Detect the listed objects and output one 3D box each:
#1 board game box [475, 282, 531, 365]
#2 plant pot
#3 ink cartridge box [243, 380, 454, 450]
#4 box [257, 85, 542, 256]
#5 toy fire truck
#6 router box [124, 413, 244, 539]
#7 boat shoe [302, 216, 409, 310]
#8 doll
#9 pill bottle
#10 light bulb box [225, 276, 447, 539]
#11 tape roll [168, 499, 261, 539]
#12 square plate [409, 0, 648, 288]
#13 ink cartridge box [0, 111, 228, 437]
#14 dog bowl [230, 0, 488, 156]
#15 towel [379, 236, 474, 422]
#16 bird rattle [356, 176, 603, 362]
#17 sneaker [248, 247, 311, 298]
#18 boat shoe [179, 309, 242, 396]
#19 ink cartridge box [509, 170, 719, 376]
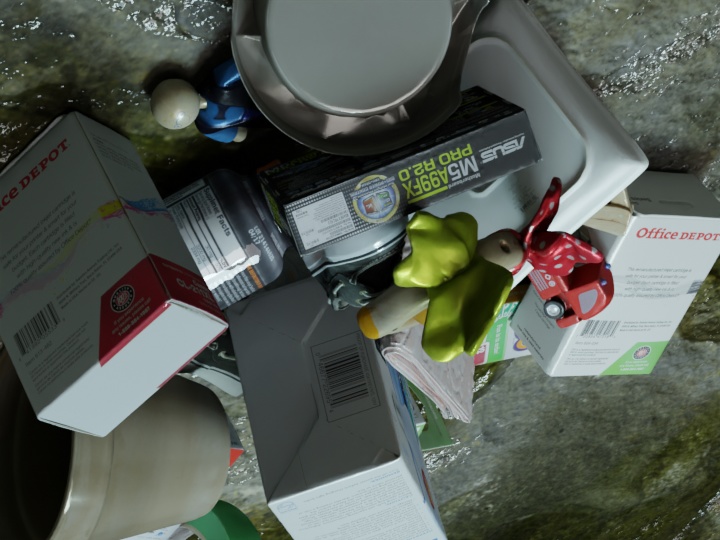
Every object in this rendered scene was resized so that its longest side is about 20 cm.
[{"bbox_3d":[0.163,0.052,2.061,0.199,0.030,0.096,-12,142,-29],"label":"board game box"},{"bbox_3d":[-0.215,0.154,1.735,0.172,0.201,0.201,7,133,-34],"label":"plant pot"},{"bbox_3d":[-0.003,0.133,1.966,0.198,0.104,0.060,-9,145,-28],"label":"ink cartridge box"},{"bbox_3d":[0.026,-0.080,1.558,0.198,0.160,0.045,-22,104,-6],"label":"box"},{"bbox_3d":[0.200,-0.052,1.857,0.140,0.049,0.201,-22,111,28],"label":"toy fire truck"},{"bbox_3d":[-0.240,0.203,1.928,0.199,0.049,0.180,11,129,-44],"label":"router box"},{"bbox_3d":[0.007,-0.007,1.615,0.072,0.071,0.200,-29,-179,-12],"label":"boat shoe"},{"bbox_3d":[-0.073,-0.144,1.603,0.198,0.049,0.137,-6,150,-21],"label":"doll"},{"bbox_3d":[-0.137,-0.015,1.671,0.199,0.107,0.106,-29,147,-2],"label":"pill bottle"},{"bbox_3d":[-0.020,0.138,1.763,0.124,0.200,0.200,-18,150,6],"label":"light bulb box"},{"bbox_3d":[-0.171,0.328,2.007,0.048,0.201,0.201,13,128,-44],"label":"tape roll"},{"bbox_3d":[0.106,-0.099,1.665,0.200,0.199,0.028,-42,162,19],"label":"square plate"},{"bbox_3d":[-0.212,0.002,1.553,0.146,0.201,0.083,-40,148,17],"label":"ink cartridge box"},{"bbox_3d":[-0.004,-0.190,1.500,0.198,0.059,0.202,-3,103,-11],"label":"dog bowl"},{"bbox_3d":[0.064,0.014,1.799,0.032,0.202,0.191,-5,154,20],"label":"towel"},{"bbox_3d":[0.080,-0.004,1.565,0.163,0.113,0.200,-30,-178,38],"label":"bird rattle"},{"bbox_3d":[0.000,0.000,1.828,0.199,0.076,0.092,-5,135,-35],"label":"sneaker"},{"bbox_3d":[-0.138,0.056,1.803,0.063,0.071,0.200,-36,154,11],"label":"boat shoe"},{"bbox_3d":[0.260,0.003,1.989,0.144,0.084,0.201,1,127,-36],"label":"ink cartridge box"}]
